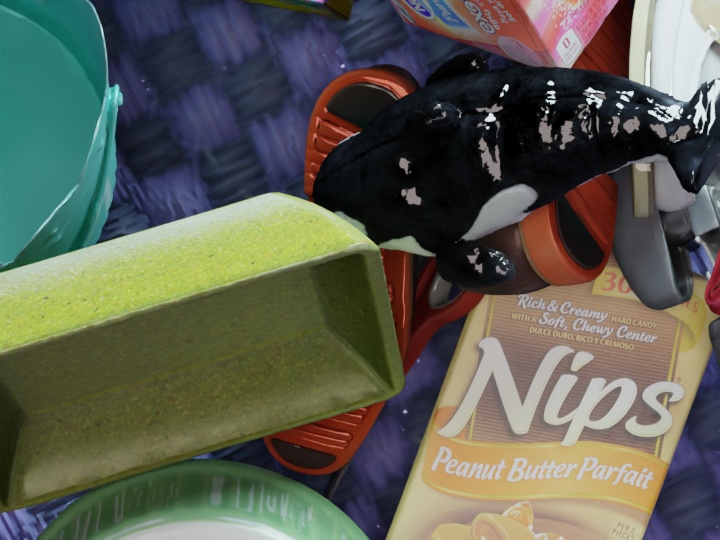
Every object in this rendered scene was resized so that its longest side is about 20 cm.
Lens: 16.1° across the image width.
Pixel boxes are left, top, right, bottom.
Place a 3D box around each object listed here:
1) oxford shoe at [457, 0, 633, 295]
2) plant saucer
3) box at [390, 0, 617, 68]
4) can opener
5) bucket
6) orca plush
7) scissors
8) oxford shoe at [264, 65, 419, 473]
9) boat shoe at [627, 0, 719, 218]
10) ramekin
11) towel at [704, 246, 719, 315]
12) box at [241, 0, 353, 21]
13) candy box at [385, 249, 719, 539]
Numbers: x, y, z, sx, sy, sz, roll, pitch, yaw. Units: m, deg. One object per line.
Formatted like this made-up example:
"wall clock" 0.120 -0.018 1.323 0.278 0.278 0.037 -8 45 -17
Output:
"oxford shoe" 0.082 -0.076 1.187 0.073 0.200 0.071 -15 134 35
"plant saucer" -0.087 0.031 1.097 0.200 0.200 0.048 -17 70 -1
"box" 0.091 -0.202 1.150 0.103 0.095 0.200 24 72 39
"can opener" 0.169 0.038 1.173 0.067 0.053 0.200 -19 83 31
"bucket" -0.204 -0.062 1.135 0.207 0.135 0.207 -1 76 3
"orca plush" 0.053 -0.047 1.087 0.200 0.071 0.105 7 84 36
"scissors" 0.012 0.047 1.252 0.014 0.073 0.200 16 120 -28
"oxford shoe" 0.000 0.000 1.221 0.071 0.073 0.200 17 104 10
"boat shoe" 0.159 -0.104 1.156 0.068 0.075 0.200 5 49 9
"ramekin" -0.073 0.191 1.161 0.200 0.098 0.200 0 93 -2
"towel" 0.250 -0.025 1.164 0.200 0.022 0.145 17 87 -31
"box" -0.089 -0.233 1.200 0.200 0.122 0.193 11 93 5
"candy box" 0.091 0.081 1.229 0.115 0.055 0.200 20 94 3
